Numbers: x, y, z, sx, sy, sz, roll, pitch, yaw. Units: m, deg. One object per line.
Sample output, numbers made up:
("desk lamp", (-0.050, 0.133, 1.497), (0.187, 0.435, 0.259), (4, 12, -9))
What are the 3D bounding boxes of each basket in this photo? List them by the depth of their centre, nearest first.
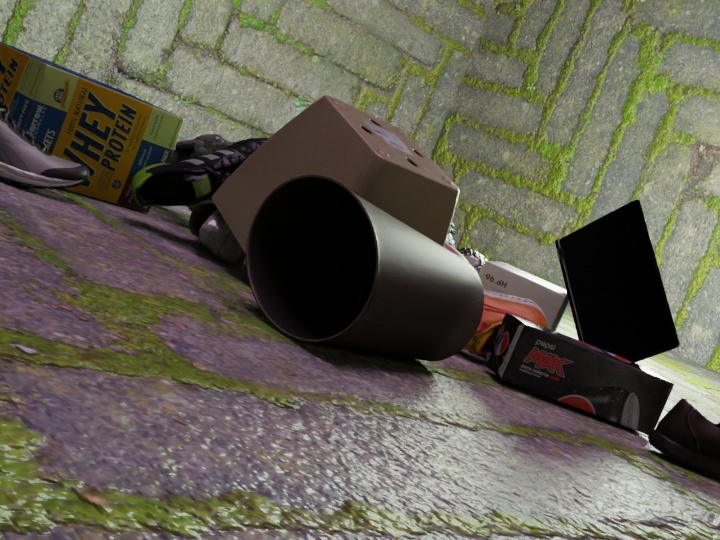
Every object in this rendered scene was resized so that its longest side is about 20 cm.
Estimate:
("basket", (0.016, 0.012, 0.862), (0.200, 0.136, 0.180), (22, 17, -47))

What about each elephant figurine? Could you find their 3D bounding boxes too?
("elephant figurine", (-0.237, -0.140, 1.300), (0.155, 0.142, 0.200), (37, -13, -39))

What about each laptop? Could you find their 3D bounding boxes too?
("laptop", (0.328, 0.040, 1.163), (0.116, 0.188, 0.200), (-14, -20, 16))

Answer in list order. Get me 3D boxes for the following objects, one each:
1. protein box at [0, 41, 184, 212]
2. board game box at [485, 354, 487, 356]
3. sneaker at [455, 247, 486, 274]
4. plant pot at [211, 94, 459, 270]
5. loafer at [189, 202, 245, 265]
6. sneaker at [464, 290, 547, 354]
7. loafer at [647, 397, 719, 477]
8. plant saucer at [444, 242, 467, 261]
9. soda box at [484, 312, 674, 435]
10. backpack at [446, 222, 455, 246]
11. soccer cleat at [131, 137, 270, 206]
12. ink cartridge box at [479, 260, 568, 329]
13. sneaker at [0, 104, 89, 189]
("protein box", (-0.378, -0.188, 1.170), (0.200, 0.135, 0.198), (16, 9, -47))
("board game box", (0.175, 0.082, 1.231), (0.200, 0.043, 0.199), (26, 6, 30))
("sneaker", (0.114, 0.032, 1.368), (0.200, 0.089, 0.077), (-12, 44, -37))
("plant pot", (-0.011, -0.072, 1.012), (0.199, 0.177, 0.200), (16, 28, -43))
("loafer", (-0.173, -0.061, 1.108), (0.070, 0.070, 0.200), (29, 4, -19))
("sneaker", (0.123, 0.059, 1.081), (0.199, 0.073, 0.077), (8, 40, 11))
("loafer", (0.406, 0.190, 0.956), (0.200, 0.072, 0.073), (21, 6, -10))
("plant saucer", (0.068, -0.027, 1.219), (0.200, 0.051, 0.201), (28, 12, -7))
("soda box", (0.247, 0.117, 1.027), (0.200, 0.071, 0.063), (21, 5, -13))
("backpack", (0.055, -0.044, 1.487), (0.182, 0.135, 0.200), (23, 5, 9))
("soccer cleat", (-0.170, -0.108, 1.070), (0.199, 0.068, 0.081), (-13, 21, -6))
("ink cartridge box", (0.214, 0.039, 1.216), (0.116, 0.068, 0.200), (24, 7, 14))
("sneaker", (-0.393, -0.143, 0.994), (0.200, 0.080, 0.074), (21, 4, -25))
